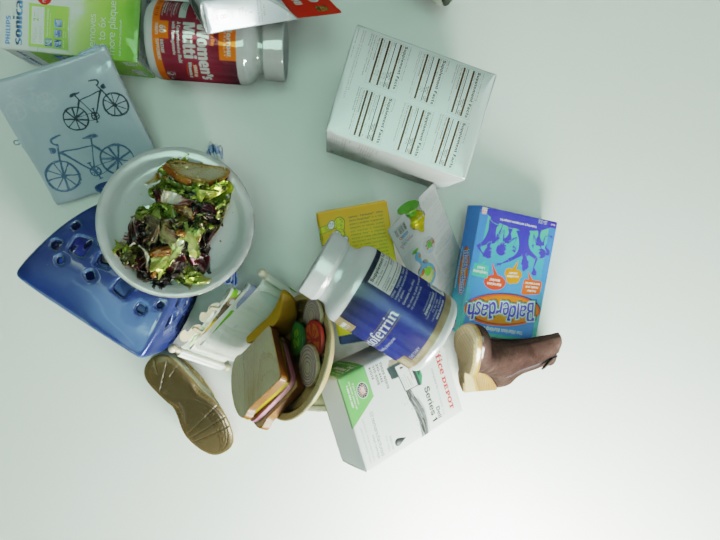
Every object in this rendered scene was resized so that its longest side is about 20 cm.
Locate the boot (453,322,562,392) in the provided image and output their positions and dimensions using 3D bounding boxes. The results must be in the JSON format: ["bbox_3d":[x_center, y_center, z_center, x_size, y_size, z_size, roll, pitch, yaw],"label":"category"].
[{"bbox_3d":[0.234,0.120,0.831,0.164,0.201,0.073,-18,55,-3],"label":"boot"}]

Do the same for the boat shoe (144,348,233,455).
[{"bbox_3d":[-0.267,0.205,0.853,0.073,0.066,0.202,-27,110,-2],"label":"boat shoe"}]

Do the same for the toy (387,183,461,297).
[{"bbox_3d":[0.104,-0.022,0.838,0.115,0.047,0.202,-45,128,-25],"label":"toy"}]

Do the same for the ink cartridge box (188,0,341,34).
[{"bbox_3d":[-0.148,-0.408,0.759,0.197,0.058,0.163,-20,52,-15],"label":"ink cartridge box"}]

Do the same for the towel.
[{"bbox_3d":[-0.211,-0.080,0.798,0.023,0.147,0.204,-7,94,-17],"label":"towel"}]

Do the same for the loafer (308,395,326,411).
[{"bbox_3d":[-0.088,0.186,0.858,0.197,0.076,0.069,-8,100,-2],"label":"loafer"}]

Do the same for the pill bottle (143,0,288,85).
[{"bbox_3d":[-0.210,-0.339,0.799,0.196,0.110,0.112,3,94,-3],"label":"pill bottle"}]

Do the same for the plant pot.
[{"bbox_3d":[-0.325,-0.009,0.776,0.199,0.200,0.181,35,84,-5],"label":"plant pot"}]

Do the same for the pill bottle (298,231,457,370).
[{"bbox_3d":[0.022,0.039,0.726,0.198,0.116,0.117,32,91,-5],"label":"pill bottle"}]

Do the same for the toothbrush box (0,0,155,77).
[{"bbox_3d":[-0.415,-0.384,0.796,0.196,0.086,0.148,6,94,-2],"label":"toothbrush box"}]

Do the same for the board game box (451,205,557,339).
[{"bbox_3d":[0.230,0.007,0.864,0.150,0.045,0.204,8,94,-20],"label":"board game box"}]

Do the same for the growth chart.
[{"bbox_3d":[-0.189,0.082,0.831,0.199,0.018,0.145,-41,139,1],"label":"growth chart"}]

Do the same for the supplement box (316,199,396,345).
[{"bbox_3d":[0.000,0.000,0.835,0.108,0.109,0.203,-10,94,-3],"label":"supplement box"}]

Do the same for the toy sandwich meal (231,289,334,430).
[{"bbox_3d":[-0.117,0.124,0.774,0.070,0.204,0.208,19,93,-36],"label":"toy sandwich meal"}]

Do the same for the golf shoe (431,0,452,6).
[{"bbox_3d":[0.061,-0.480,0.835,0.200,0.077,0.088,45,110,-3],"label":"golf shoe"}]

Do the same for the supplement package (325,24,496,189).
[{"bbox_3d":[0.062,-0.226,0.782,0.197,0.191,0.149,18,93,-5],"label":"supplement package"}]

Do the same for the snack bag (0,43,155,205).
[{"bbox_3d":[-0.424,-0.213,0.799,0.186,0.021,0.202,-18,122,-1],"label":"snack bag"}]

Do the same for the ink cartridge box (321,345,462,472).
[{"bbox_3d":[0.048,0.189,0.821,0.198,0.084,0.148,-21,97,-31],"label":"ink cartridge box"}]

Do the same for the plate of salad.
[{"bbox_3d":[-0.236,-0.067,0.683,0.197,0.048,0.204,3,79,-15],"label":"plate of salad"}]
